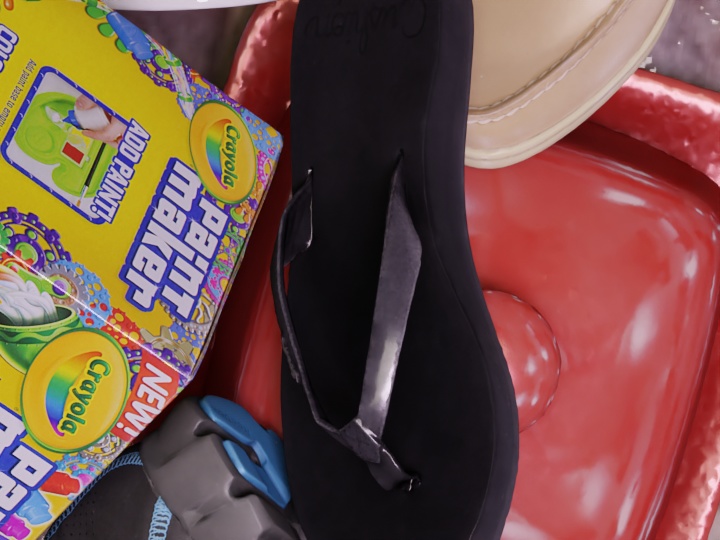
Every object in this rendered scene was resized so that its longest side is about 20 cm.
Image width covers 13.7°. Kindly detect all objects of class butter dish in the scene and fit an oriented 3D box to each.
[{"bbox_3d":[0.035,0.024,0.949,0.199,0.148,0.201,16,94,-3],"label":"butter dish"}]

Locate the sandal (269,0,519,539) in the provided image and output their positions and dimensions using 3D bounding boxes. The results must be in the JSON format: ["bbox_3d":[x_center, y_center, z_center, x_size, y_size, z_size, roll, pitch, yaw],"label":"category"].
[{"bbox_3d":[-0.001,0.000,0.872,0.076,0.043,0.201,-16,71,34],"label":"sandal"}]

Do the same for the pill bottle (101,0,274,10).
[{"bbox_3d":[-0.058,-0.187,0.945,0.111,0.112,0.201,-3,102,-1],"label":"pill bottle"}]

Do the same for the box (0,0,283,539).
[{"bbox_3d":[-0.163,-0.003,0.895,0.192,0.122,0.200,35,127,-13],"label":"box"}]

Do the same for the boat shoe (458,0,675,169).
[{"bbox_3d":[0.079,-0.121,0.910,0.072,0.065,0.200,36,81,17],"label":"boat shoe"}]

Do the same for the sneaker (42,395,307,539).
[{"bbox_3d":[-0.020,0.138,0.891,0.082,0.073,0.201,-35,77,15],"label":"sneaker"}]
